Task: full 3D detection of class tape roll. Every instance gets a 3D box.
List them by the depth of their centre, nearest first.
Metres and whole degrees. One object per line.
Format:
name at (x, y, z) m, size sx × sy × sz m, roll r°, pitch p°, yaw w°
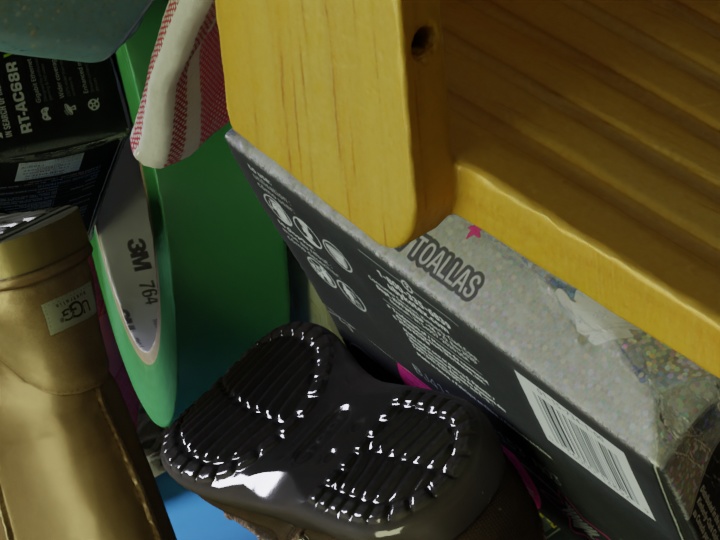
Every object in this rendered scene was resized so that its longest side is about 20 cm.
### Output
tape roll at (-0.078, -0.040, 1.034) m, size 0.200 × 0.048 × 0.202 m, roll 168°, pitch 90°, yaw -76°

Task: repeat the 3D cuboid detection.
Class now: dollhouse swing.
dollhouse swing at (0.089, -0.098, 0.661) m, size 0.175 × 0.199 × 0.183 m, roll 19°, pitch 126°, yaw 39°

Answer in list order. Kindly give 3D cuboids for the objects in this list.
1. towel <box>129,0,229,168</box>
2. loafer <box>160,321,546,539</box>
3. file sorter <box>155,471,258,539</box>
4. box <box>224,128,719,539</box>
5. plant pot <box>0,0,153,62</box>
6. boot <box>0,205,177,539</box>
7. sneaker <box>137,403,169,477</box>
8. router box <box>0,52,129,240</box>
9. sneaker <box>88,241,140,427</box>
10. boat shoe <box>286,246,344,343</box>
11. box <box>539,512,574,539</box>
towel at (0.005, -0.130, 0.772) m, size 0.030 × 0.200 × 0.147 m, roll 33°, pitch 140°, yaw 9°
loafer at (-0.004, 0.074, 0.837) m, size 0.071 × 0.073 × 0.200 m, roll 52°, pitch 168°, yaw -23°
file sorter at (-0.026, 0.146, 1.050) m, size 0.199 × 0.138 × 0.124 m, roll -2°, pitch 111°, yaw 57°
box at (0.076, 0.002, 0.784) m, size 0.200 × 0.115 × 0.132 m, roll 37°, pitch 164°, yaw 39°
plant pot at (-0.139, -0.179, 0.866) m, size 0.200 × 0.197 × 0.196 m, roll 36°, pitch -178°, yaw -24°
boot at (-0.135, 0.081, 0.970) m, size 0.175 × 0.066 × 0.202 m, roll 0°, pitch 110°, yaw 53°
sneaker at (-0.093, 0.099, 1.197) m, size 0.081 × 0.075 × 0.201 m, roll -22°, pitch 96°, yaw 49°
router box at (-0.152, -0.118, 1.038) m, size 0.150 × 0.062 × 0.202 m, roll 125°, pitch 131°, yaw -72°
sneaker at (-0.137, 0.015, 1.150) m, size 0.073 × 0.086 × 0.202 m, roll -15°, pitch 73°, yaw 41°
boat shoe at (0.000, 0.002, 0.992) m, size 0.074 × 0.063 × 0.202 m, roll 84°, pitch 161°, yaw -46°
box at (0.067, 0.138, 0.826) m, size 0.046 × 0.199 × 0.159 m, roll 45°, pitch -167°, yaw -48°
